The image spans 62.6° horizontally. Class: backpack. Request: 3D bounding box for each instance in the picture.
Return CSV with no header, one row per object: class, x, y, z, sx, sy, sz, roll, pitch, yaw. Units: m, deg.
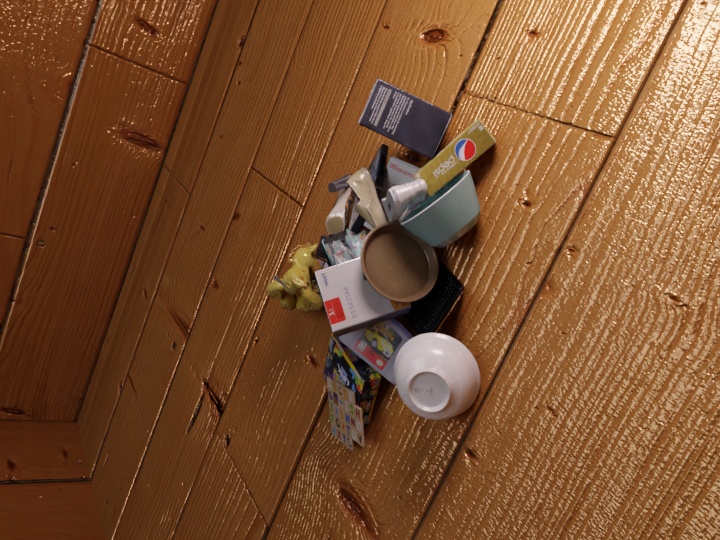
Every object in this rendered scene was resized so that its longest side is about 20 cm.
backpack,0.000,0.000,1.575,0.151,0.176,0.203,-16,76,14

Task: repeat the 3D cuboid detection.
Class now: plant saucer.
plant saucer,0.090,-0.018,1.403,0.029,0.196,0.204,131,138,-63

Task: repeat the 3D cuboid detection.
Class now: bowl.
bowl,0.201,-0.130,1.378,0.200,0.201,0.106,-34,97,40
bowl,0.158,0.246,1.294,0.197,0.090,0.205,4,104,18

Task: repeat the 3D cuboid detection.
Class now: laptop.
laptop,0.156,0.085,1.414,0.179,0.102,0.201,-58,42,21

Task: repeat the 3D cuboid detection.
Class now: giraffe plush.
giraffe plush,-0.179,0.008,1.744,0.170,0.201,0.164,7,57,20

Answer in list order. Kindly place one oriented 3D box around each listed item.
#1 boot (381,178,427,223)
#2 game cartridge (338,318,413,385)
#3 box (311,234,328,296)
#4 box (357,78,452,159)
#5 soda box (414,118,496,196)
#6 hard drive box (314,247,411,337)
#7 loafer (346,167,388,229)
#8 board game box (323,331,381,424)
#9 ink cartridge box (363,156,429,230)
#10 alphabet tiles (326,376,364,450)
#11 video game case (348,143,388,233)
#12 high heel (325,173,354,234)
boot,0.109,-0.164,1.428,0.200,0.094,0.075,132,117,-82
game cartridge,0.051,0.177,1.493,0.199,0.041,0.134,37,107,14
box,-0.078,0.010,1.769,0.199,0.049,0.202,22,98,51
box,0.110,-0.373,1.469,0.197,0.197,0.119,-75,11,-77
soda box,0.224,-0.268,1.408,0.199,0.068,0.064,-39,7,21
hard drive box,0.005,0.054,1.435,0.077,0.197,0.158,96,155,-75
loafer,0.020,-0.155,1.492,0.076,0.067,0.203,-148,37,-88
board game box,-0.028,0.283,1.580,0.200,0.056,0.168,50,137,46
ink cartridge box,0.109,-0.181,1.563,0.144,0.084,0.203,36,110,49
alphabet tiles,-0.040,0.386,1.565,0.199,0.007,0.170,11,107,62
video game case,0.021,-0.220,1.638,0.201,0.025,0.183,122,163,-47
high heel,-0.041,-0.177,1.733,0.070,0.142,0.204,10,114,27
